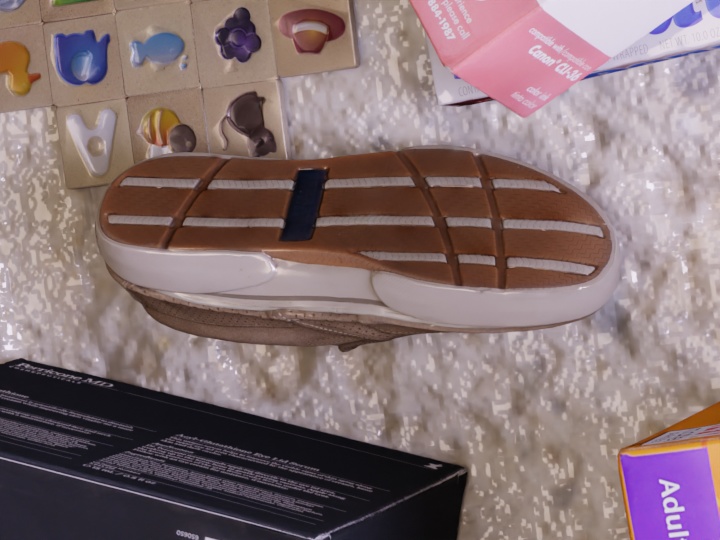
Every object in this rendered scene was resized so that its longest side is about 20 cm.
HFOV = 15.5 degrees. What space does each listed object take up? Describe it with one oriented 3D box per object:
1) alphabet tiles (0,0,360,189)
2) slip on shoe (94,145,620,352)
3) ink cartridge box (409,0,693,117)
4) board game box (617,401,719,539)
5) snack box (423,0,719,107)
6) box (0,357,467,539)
[{"bbox_3d":[-0.084,-0.135,1.026,0.166,0.006,0.201,-6,93,24],"label":"alphabet tiles"},{"bbox_3d":[0.000,0.000,0.978,0.199,0.076,0.061,2,136,16],"label":"slip on shoe"},{"bbox_3d":[0.098,-0.158,0.887,0.200,0.067,0.117,-34,65,18],"label":"ink cartridge box"},{"bbox_3d":[0.217,0.125,0.815,0.199,0.200,0.201,-10,92,24],"label":"board game box"},{"bbox_3d":[0.115,-0.112,0.929,0.199,0.024,0.072,-12,88,24],"label":"snack box"},{"bbox_3d":[-0.081,0.097,0.977,0.199,0.141,0.079,12,103,22],"label":"box"}]
